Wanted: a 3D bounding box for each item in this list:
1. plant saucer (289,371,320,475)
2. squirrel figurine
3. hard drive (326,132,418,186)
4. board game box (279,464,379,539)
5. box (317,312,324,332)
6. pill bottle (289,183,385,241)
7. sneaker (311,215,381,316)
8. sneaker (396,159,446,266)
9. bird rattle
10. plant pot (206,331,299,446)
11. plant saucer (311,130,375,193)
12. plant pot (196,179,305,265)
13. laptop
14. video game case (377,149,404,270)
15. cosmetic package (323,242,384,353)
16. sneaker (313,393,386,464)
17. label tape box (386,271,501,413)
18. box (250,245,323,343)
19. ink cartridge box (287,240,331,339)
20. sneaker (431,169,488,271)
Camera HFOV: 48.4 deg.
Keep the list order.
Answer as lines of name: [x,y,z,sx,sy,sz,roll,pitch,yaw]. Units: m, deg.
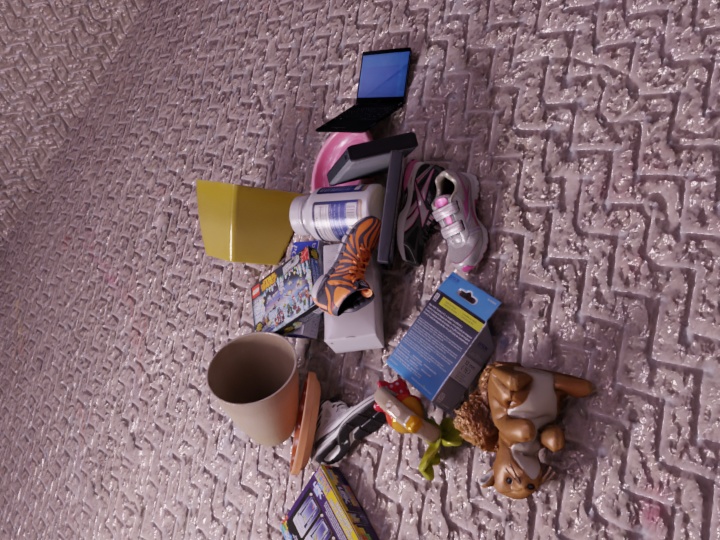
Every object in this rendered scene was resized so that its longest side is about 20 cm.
plant saucer: [-0.108,0.304,1.592,0.200,0.032,0.204,-168,90,-84]
squirrel figurine: [0.232,0.241,1.215,0.199,0.139,0.190,-169,85,-66]
hard drive: [0.019,-0.215,1.560,0.200,0.137,0.033,154,101,-75]
board game box: [-0.060,0.498,1.503,0.166,0.056,0.200,-56,40,16]
box: [-0.078,0.045,1.717,0.199,0.041,0.159,-25,57,42]
pill bottle: [-0.043,-0.116,1.637,0.197,0.111,0.113,-1,74,30]
sneaker: [0.000,0.000,1.483,0.112,0.077,0.202,30,89,49]
sneaker: [0.121,-0.108,1.510,0.085,0.080,0.204,5,92,23]
bird rattle: [0.086,0.240,1.357,0.113,0.163,0.200,-45,51,2]
plant pot: [-0.201,0.263,1.646,0.184,0.202,0.189,-6,42,6]
plant saucer: [-0.029,-0.220,1.755,0.199,0.050,0.204,-23,58,43]
plant pot: [-0.273,-0.112,1.908,0.199,0.198,0.180,13,96,51]
laptop: [0.005,-0.388,1.732,0.199,0.104,0.176,-37,28,-26]
video game case: [0.060,-0.109,1.514,0.181,0.025,0.204,47,-129,-84]
cosmetic package: [-0.014,0.050,1.570,0.106,0.085,0.203,-6,67,13]
sneaker: [-0.028,0.271,1.538,0.200,0.075,0.116,-44,40,24]
label tape box: [0.154,0.121,1.379,0.201,0.066,0.143,-53,39,-2]
box: [-0.152,0.057,1.667,0.199,0.040,0.139,-34,52,35]
ink cartridge box: [-0.119,0.041,1.701,0.093,0.044,0.204,-2,74,48]
sneaker: [0.168,-0.094,1.434,0.081,0.087,0.203,-31,54,39]
